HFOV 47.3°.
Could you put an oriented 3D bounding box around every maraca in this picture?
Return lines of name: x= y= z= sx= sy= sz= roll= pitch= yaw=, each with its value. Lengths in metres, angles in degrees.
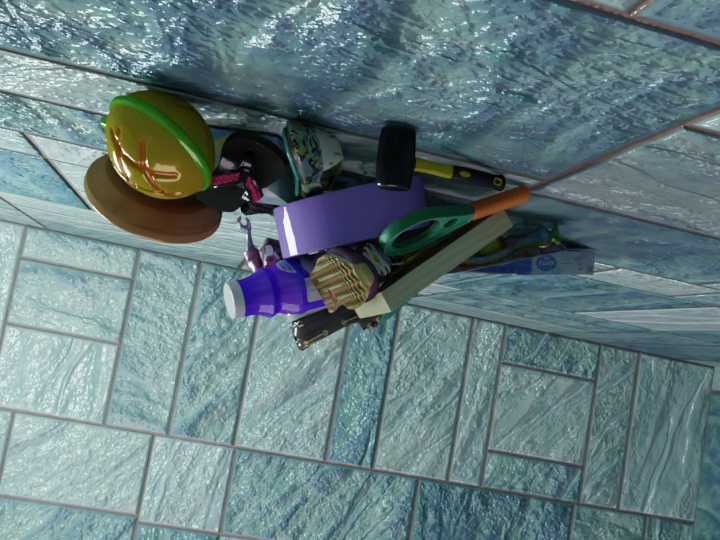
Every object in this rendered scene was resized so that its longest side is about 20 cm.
maraca: x=-0.232 y=-0.138 z=0.923 sx=0.137 sy=0.107 sz=0.199 roll=49 pitch=158 yaw=-23

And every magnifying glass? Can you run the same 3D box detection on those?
magnifying glass: x=0.114 y=-0.063 z=0.984 sx=0.197 sy=0.023 sz=0.080 roll=-21 pitch=159 yaw=-17

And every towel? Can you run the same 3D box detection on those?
towel: x=0.061 y=-0.053 z=1.207 sx=0.142 sy=0.023 sz=0.199 roll=7 pitch=-155 yaw=42

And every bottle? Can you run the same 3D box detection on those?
bottle: x=-0.080 y=0.018 z=1.084 sx=0.197 sy=0.066 sz=0.083 roll=-13 pitch=-155 yaw=-23

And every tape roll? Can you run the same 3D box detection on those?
tape roll: x=-0.011 y=-0.068 z=1.059 sx=0.196 sy=0.067 sz=0.200 roll=-13 pitch=-178 yaw=1

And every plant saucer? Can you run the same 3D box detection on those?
plant saucer: x=-0.287 y=-0.114 z=1.161 sx=0.197 sy=0.038 sz=0.201 roll=21 pitch=-148 yaw=-14

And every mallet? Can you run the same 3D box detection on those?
mallet: x=0.094 y=-0.121 z=0.913 sx=0.198 sy=0.067 sz=0.041 roll=-4 pitch=-174 yaw=-41

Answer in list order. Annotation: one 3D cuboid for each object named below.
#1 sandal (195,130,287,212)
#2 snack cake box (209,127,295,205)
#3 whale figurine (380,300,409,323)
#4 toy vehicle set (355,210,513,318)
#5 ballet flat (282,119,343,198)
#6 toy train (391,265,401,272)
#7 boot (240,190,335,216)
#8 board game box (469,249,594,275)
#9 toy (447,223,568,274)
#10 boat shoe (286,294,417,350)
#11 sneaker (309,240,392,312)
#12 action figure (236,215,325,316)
sandal: x=-0.142 y=-0.098 z=0.945 sx=0.074 sy=0.046 sz=0.200 roll=26 pitch=152 yaw=-18
snack cake box: x=-0.188 y=-0.138 z=1.063 sx=0.196 sy=0.069 sz=0.115 roll=9 pitch=176 yaw=12
whale figurine: x=0.054 y=0.020 z=1.302 sx=0.197 sy=0.106 sz=0.159 roll=-15 pitch=-164 yaw=-9
toy vehicle set: x=0.088 y=-0.008 z=1.051 sx=0.199 sy=0.027 sz=0.124 roll=-34 pitch=-176 yaw=-18
ballet flat: x=-0.053 y=-0.133 z=0.954 sx=0.073 sy=0.076 sz=0.200 roll=11 pitch=176 yaw=-2
toy train: x=0.000 y=0.000 z=1.187 sx=0.197 sy=0.047 sz=0.034 roll=-17 pitch=179 yaw=-27
boot: x=-0.110 y=-0.097 z=1.249 sx=0.155 sy=0.081 sz=0.211 roll=10 pitch=170 yaw=-14
board game box: x=0.247 y=-0.017 z=1.358 sx=0.197 sy=0.044 sz=0.198 roll=1 pitch=-178 yaw=-39
toy: x=0.192 y=-0.043 z=1.197 sx=0.196 sy=0.048 sz=0.115 roll=-7 pitch=-164 yaw=5
boat shoe: x=-0.006 y=0.059 z=1.187 sx=0.197 sy=0.061 sz=0.072 roll=-18 pitch=178 yaw=-4
sneaker: x=-0.001 y=-0.004 z=0.964 sx=0.089 sy=0.076 sz=0.200 roll=-32 pitch=-176 yaw=-15
action figure: x=-0.123 y=0.004 z=1.207 sx=0.131 sy=0.152 sz=0.200 roll=13 pitch=-176 yaw=4
